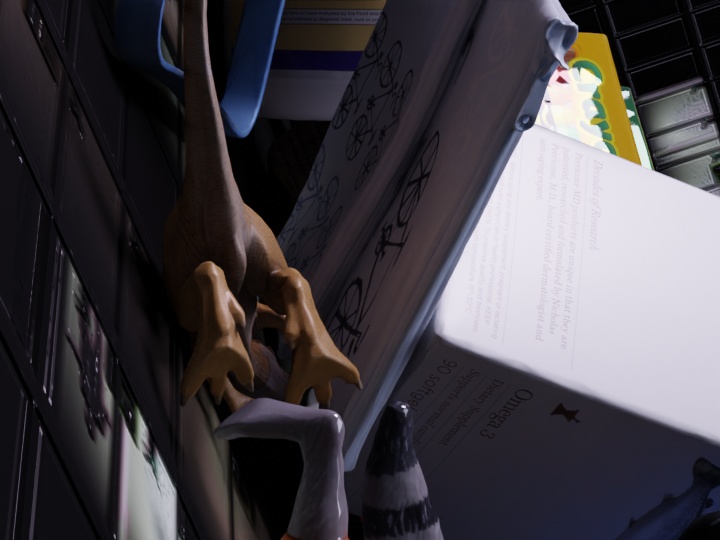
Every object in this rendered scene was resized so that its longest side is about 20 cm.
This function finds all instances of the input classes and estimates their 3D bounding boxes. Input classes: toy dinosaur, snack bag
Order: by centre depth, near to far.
[{"bbox_3d":[-0.047,-0.009,0.829,0.200,0.060,0.106,88,-19,-45],"label":"toy dinosaur"},{"bbox_3d":[0.015,-0.042,0.927,0.200,0.021,0.189,-102,-144,-64],"label":"snack bag"}]

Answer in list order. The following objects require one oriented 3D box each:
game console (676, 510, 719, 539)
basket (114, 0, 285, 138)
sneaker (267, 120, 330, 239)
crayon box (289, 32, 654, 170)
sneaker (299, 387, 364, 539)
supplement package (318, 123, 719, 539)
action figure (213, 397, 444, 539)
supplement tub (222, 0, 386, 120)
[{"bbox_3d":[0.151,0.179,0.948,0.200,0.116,0.176,31,-12,-12],"label":"game console"},{"bbox_3d":[-0.042,-0.159,0.981,0.176,0.139,0.200,51,49,-79],"label":"basket"},{"bbox_3d":[0.000,0.000,1.116,0.200,0.070,0.076,-95,166,-63],"label":"sneaker"},{"bbox_3d":[0.069,-0.059,1.294,0.051,0.200,0.127,120,-37,-53],"label":"crayon box"},{"bbox_3d":[0.030,0.104,0.983,0.200,0.090,0.070,-100,170,-52],"label":"sneaker"},{"bbox_3d":[0.098,0.043,0.953,0.117,0.200,0.117,126,-21,-47],"label":"supplement package"},{"bbox_3d":[0.011,0.143,0.679,0.194,0.105,0.200,61,7,-13],"label":"action figure"},{"bbox_3d":[0.011,-0.168,1.126,0.145,0.145,0.200,-57,148,-82],"label":"supplement tub"}]
